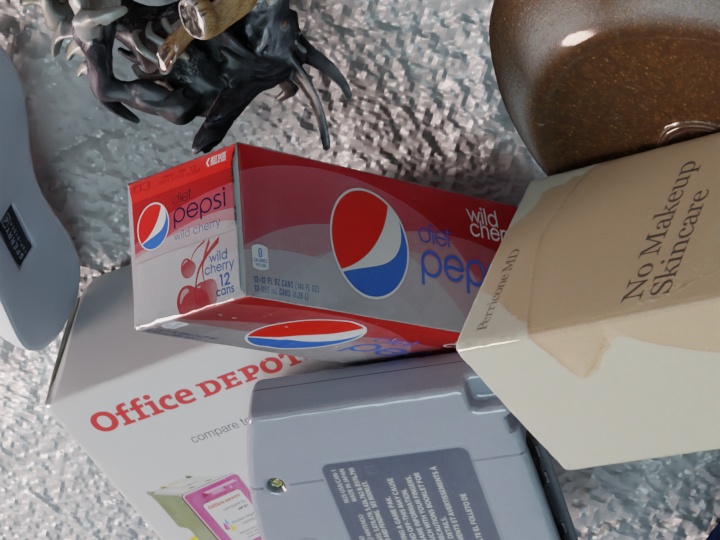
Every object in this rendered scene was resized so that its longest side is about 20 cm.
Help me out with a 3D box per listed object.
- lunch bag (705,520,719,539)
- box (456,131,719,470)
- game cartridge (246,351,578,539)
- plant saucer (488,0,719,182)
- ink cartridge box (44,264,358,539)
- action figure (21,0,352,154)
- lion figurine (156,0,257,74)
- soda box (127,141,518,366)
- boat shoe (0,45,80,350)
[{"bbox_3d":[0.211,0.172,1.152,0.132,0.136,0.200,20,131,-8],"label":"lunch bag"},{"bbox_3d":[0.141,0.005,0.898,0.199,0.095,0.078,-14,130,44],"label":"box"},{"bbox_3d":[0.026,0.118,1.097,0.132,0.042,0.201,-5,130,19],"label":"game cartridge"},{"bbox_3d":[0.137,-0.053,0.937,0.199,0.037,0.201,18,147,12],"label":"plant saucer"},{"bbox_3d":[-0.030,0.079,1.152,0.144,0.085,0.200,-21,123,25],"label":"ink cartridge box"},{"bbox_3d":[-0.090,-0.120,0.972,0.199,0.119,0.102,22,140,-1],"label":"action figure"},{"bbox_3d":[-0.043,-0.180,0.902,0.072,0.122,0.201,26,133,34],"label":"lion figurine"},{"bbox_3d":[0.000,0.000,1.022,0.070,0.064,0.199,-17,161,40],"label":"soda box"},{"bbox_3d":[-0.187,-0.045,1.079,0.086,0.075,0.202,19,153,22],"label":"boat shoe"}]
